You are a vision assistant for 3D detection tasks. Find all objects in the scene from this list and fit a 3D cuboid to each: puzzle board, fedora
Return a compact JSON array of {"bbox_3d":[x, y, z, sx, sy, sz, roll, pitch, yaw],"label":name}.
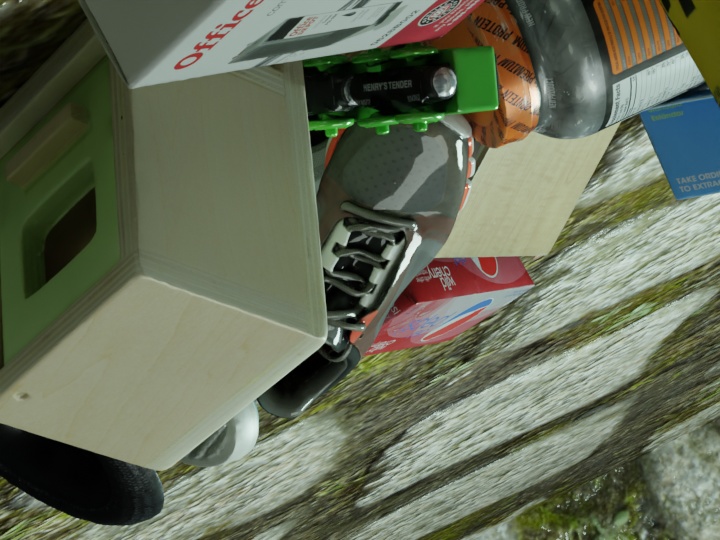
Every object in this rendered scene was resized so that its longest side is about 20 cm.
[{"bbox_3d":[0.114,-0.097,1.548,0.150,0.017,0.201,-1,122,-61],"label":"puzzle board"},{"bbox_3d":[-0.159,0.033,1.376,0.092,0.200,0.201,-54,178,-24],"label":"fedora"}]

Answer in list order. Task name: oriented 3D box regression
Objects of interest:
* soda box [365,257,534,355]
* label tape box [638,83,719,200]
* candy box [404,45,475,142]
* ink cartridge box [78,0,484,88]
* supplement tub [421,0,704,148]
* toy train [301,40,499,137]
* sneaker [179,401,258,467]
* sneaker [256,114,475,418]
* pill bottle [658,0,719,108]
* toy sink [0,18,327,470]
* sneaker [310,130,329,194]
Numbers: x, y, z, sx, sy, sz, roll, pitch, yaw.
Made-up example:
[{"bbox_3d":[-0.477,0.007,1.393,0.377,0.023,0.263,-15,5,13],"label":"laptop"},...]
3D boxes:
[{"bbox_3d":[0.028,0.004,1.598,0.070,0.064,0.200,-33,171,21],"label":"soda box"},{"bbox_3d":[0.232,-0.081,1.443,0.142,0.067,0.200,-10,-171,28],"label":"label tape box"},{"bbox_3d":[-0.010,-0.052,1.564,0.199,0.057,0.116,-32,167,23],"label":"candy box"},{"bbox_3d":[-0.005,-0.152,1.127,0.199,0.083,0.147,-14,162,-47],"label":"ink cartridge box"},{"bbox_3d":[0.133,-0.142,1.361,0.199,0.123,0.123,-24,166,-15],"label":"supplement tub"},{"bbox_3d":[-0.007,-0.084,1.311,0.056,0.042,0.199,-7,-176,-34],"label":"toy train"},{"bbox_3d":[-0.095,0.034,1.477,0.082,0.200,0.074,-15,125,-30],"label":"sneaker"},{"bbox_3d":[0.000,0.000,1.382,0.082,0.077,0.201,-76,-171,-51],"label":"sneaker"},{"bbox_3d":[0.165,-0.160,1.184,0.114,0.201,0.114,-26,166,-7],"label":"pill bottle"},{"bbox_3d":[-0.102,-0.035,1.263,0.112,0.201,0.130,20,139,-33],"label":"toy sink"},{"bbox_3d":[-0.080,-0.041,1.456,0.199,0.080,0.074,-15,-153,-3],"label":"sneaker"}]
